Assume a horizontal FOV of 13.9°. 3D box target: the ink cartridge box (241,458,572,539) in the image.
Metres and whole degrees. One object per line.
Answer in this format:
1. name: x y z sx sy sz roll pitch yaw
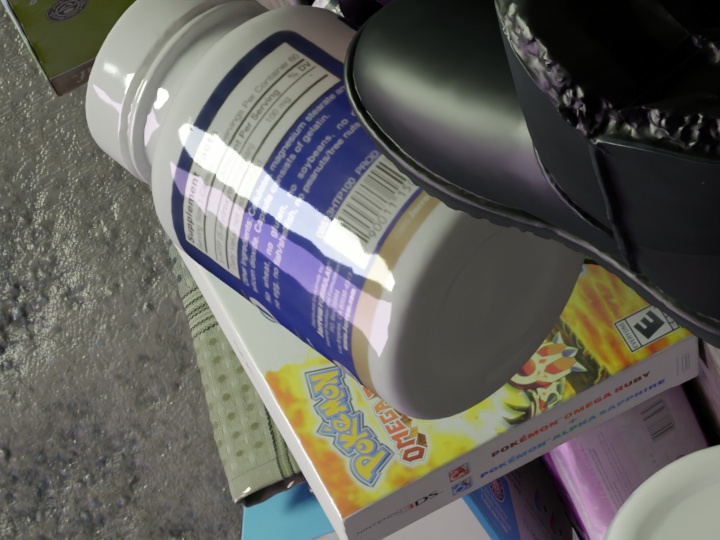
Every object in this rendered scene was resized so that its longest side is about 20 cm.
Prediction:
1. ink cartridge box: 0.026 0.094 1.497 0.129 0.125 0.201 54 -155 -36

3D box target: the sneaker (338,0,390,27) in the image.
1. sneaker: 0.008 -0.157 1.198 0.075 0.087 0.200 58 174 37

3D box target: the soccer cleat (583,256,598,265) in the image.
1. soccer cleat: 0.071 -0.061 1.282 0.081 0.068 0.200 9 -159 -42

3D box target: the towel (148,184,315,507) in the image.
1. towel: 0.000 0.000 1.431 0.035 0.192 0.201 41 -152 -55

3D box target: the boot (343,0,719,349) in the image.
1. boot: 0.066 -0.065 0.953 0.200 0.077 0.168 35 166 24

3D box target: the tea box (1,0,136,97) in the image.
1. tea box: -0.111 -0.219 1.451 0.134 0.199 0.197 59 174 22

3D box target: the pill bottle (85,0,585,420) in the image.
1. pill bottle: -0.015 -0.038 1.212 0.200 0.120 0.120 36 162 32

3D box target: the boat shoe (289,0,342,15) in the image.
1. boat shoe: 0.004 -0.125 1.518 0.066 0.072 0.201 38 -159 -44

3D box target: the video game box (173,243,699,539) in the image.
1. video game box: 0.028 0.003 1.348 0.201 0.181 0.047 58 173 28

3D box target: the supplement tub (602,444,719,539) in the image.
1. supplement tub: 0.163 0.163 1.177 0.123 0.122 0.200 58 174 32

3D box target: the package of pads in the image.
1. package of pads: 0.138 0.111 1.436 0.201 0.075 0.121 63 175 -18
